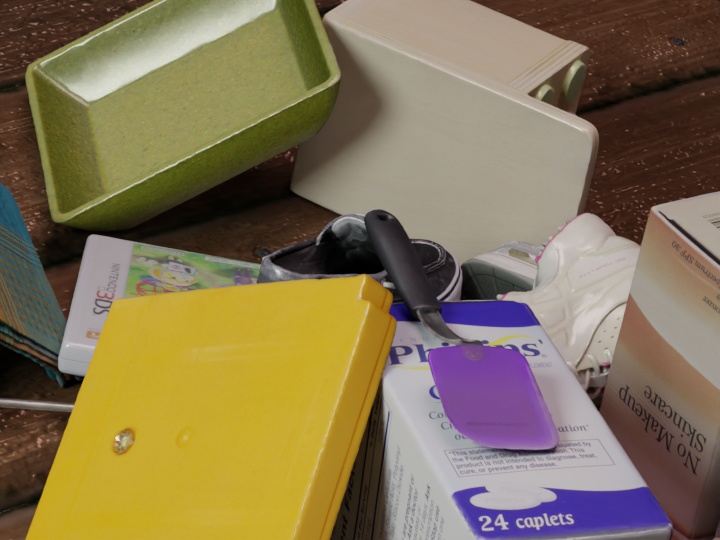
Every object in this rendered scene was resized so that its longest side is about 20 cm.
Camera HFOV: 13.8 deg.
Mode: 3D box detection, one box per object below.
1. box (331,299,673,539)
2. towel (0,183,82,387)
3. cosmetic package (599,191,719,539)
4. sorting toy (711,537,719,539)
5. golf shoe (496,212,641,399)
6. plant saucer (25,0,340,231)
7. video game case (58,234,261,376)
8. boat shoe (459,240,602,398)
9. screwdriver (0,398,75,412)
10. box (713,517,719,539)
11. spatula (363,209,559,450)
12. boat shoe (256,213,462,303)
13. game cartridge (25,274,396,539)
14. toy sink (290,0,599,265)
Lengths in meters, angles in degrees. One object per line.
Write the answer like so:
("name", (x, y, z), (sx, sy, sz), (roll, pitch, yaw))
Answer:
("box", (0.058, 0.142, 1.484), (0.105, 0.185, 0.200), (-4, 35, -20))
("towel", (-0.232, -0.024, 1.663), (0.200, 0.022, 0.147), (38, 23, -57))
("cosmetic package", (0.197, 0.066, 1.642), (0.087, 0.201, 0.103), (-12, 37, -32))
("sorting toy", (0.251, 0.226, 1.463), (0.200, 0.070, 0.199), (34, 31, -5))
("golf shoe", (0.116, 0.046, 1.687), (0.091, 0.075, 0.200), (25, 51, 21))
("plant saucer", (-0.108, -0.109, 1.901), (0.199, 0.048, 0.200), (-27, 34, 6))
("video game case", (-0.070, 0.033, 1.743), (0.199, 0.022, 0.182), (10, 20, -4))
("boat shoe", (0.153, 0.034, 1.805), (0.201, 0.075, 0.065), (21, 36, 28))
("screwdriver", (-0.120, 0.083, 1.679), (0.199, 0.029, 0.028), (0, 33, -12))
("box", (0.294, 0.142, 1.593), (0.199, 0.159, 0.048), (6, 31, -8))
("spatula", (0.039, 0.025, 1.472), (0.056, 0.021, 0.200), (2, 30, -24))
("boat shoe", (0.000, 0.000, 1.738), (0.072, 0.068, 0.200), (24, 23, 30))
("game cartridge", (-0.077, 0.090, 1.490), (0.200, 0.032, 0.177), (-4, 58, 43))
("toy sink", (0.074, -0.088, 1.920), (0.199, 0.131, 0.112), (24, 32, 21))
